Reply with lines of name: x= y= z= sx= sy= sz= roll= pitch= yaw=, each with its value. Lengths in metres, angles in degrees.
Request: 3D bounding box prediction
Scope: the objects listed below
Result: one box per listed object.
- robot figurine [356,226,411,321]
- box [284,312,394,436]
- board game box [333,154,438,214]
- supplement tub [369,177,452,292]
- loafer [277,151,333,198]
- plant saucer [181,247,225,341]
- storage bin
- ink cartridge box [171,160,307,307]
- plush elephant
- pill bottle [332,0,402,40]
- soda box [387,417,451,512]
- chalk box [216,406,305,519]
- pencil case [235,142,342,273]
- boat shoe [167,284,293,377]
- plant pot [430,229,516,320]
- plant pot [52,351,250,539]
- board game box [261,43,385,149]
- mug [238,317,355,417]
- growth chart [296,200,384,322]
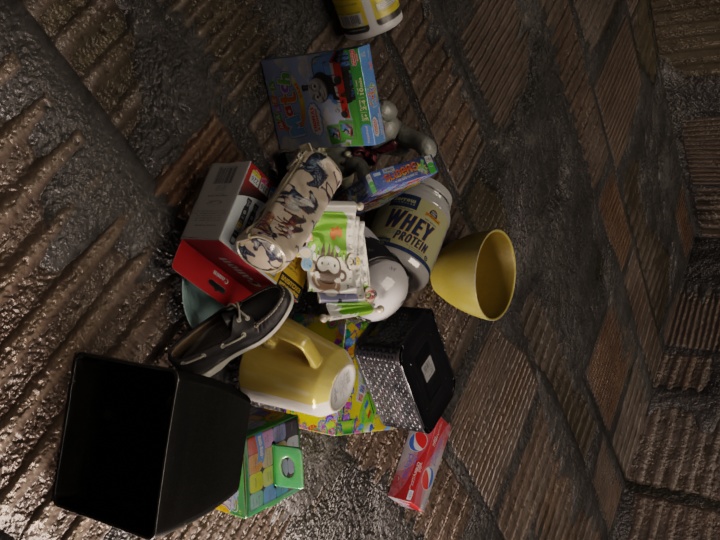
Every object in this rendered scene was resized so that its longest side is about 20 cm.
robot figurine: x=-0.002 y=0.001 z=1.376 sx=0.150 sy=0.200 sz=0.125 roll=-36 pitch=141 yaw=-5
box: x=-0.025 y=0.185 z=1.427 sx=0.192 sy=0.122 sz=0.201 roll=11 pitch=84 yaw=-54
board game box: x=0.026 y=-0.139 z=1.381 sx=0.135 sy=0.200 sz=0.035 roll=-21 pitch=87 yaw=-33
supplement tub: x=0.092 y=-0.074 z=1.548 sx=0.145 sy=0.145 sz=0.200 roll=49 pitch=54 yaw=-44
loafer: x=-0.080 y=-0.110 z=1.325 sx=0.072 sy=0.073 sz=0.201 roll=-21 pitch=88 yaw=-25
plant saucer: x=-0.212 y=0.022 z=1.224 sx=0.201 sy=0.039 sz=0.202 roll=-6 pitch=98 yaw=-54
storage bin: x=0.084 y=0.174 z=1.398 sx=0.135 sy=0.094 sz=0.200 roll=-50 pitch=132 yaw=-41
ink cartridge box: x=-0.164 y=-0.035 z=1.182 sx=0.200 sy=0.084 sz=0.176 roll=42 pitch=59 yaw=-47
plush elephant: x=0.001 y=-0.223 z=1.412 sx=0.165 sy=0.200 sz=0.155 roll=32 pitch=90 yaw=-49
pill bottle: x=-0.006 y=-0.525 z=1.397 sx=0.114 sy=0.114 sz=0.200 roll=-51 pitch=132 yaw=-39
soda box: x=0.130 y=0.414 z=1.714 sx=0.070 sy=0.063 sz=0.200 roll=47 pitch=57 yaw=-45
chalk box: x=-0.169 y=0.279 z=1.169 sx=0.124 sy=0.200 sz=0.125 roll=-11 pitch=102 yaw=-53
pencil case: x=-0.102 y=-0.087 z=1.126 sx=0.089 sy=0.078 sz=0.200 roll=48 pitch=51 yaw=-25
boat shoe: x=-0.188 y=0.082 z=1.142 sx=0.200 sy=0.074 sz=0.060 roll=-35 pitch=137 yaw=-1
plant pot: x=0.241 y=0.006 z=1.763 sx=0.200 sy=0.142 sz=0.201 roll=-9 pitch=101 yaw=-53
plant pot: x=-0.258 y=0.222 z=1.042 sx=0.177 sy=0.200 sz=0.200 roll=14 pitch=82 yaw=-54
board game box: x=-0.061 y=-0.275 z=1.269 sx=0.037 sy=0.200 sz=0.152 roll=-33 pitch=119 yaw=-47
mug: x=-0.100 y=0.162 z=1.260 sx=0.186 sy=0.153 sz=0.150 roll=13 pitch=95 yaw=-66
growth chart: x=-0.036 y=-0.016 z=1.237 sx=0.144 sy=0.018 sz=0.201 roll=-14 pitch=97 yaw=-37
